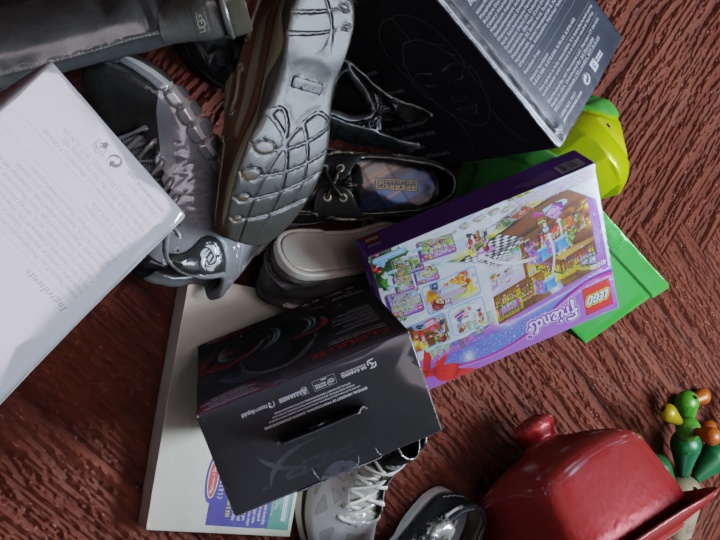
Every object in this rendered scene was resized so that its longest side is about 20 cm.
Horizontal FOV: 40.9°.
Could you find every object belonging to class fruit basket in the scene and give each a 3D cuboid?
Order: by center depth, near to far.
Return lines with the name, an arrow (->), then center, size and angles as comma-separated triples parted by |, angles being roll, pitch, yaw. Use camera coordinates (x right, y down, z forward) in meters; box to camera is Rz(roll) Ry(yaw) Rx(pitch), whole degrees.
fruit basket -> 0.197, -0.070, 0.892 | 0.212, 0.155, 0.220 | -6, 107, -19

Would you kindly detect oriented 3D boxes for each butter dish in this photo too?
butter dish -> 0.192, 0.208, 0.911 | 0.197, 0.200, 0.150 | -19, 77, -30

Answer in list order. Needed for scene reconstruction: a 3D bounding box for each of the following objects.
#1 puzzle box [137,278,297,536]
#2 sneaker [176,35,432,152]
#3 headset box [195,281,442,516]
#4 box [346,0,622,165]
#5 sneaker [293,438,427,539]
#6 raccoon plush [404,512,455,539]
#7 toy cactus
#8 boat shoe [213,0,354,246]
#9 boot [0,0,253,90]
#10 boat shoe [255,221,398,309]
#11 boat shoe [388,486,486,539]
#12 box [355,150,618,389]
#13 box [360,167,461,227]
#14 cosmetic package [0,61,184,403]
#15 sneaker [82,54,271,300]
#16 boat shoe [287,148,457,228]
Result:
puzzle box -> -0.103, 0.114, 0.794 | 0.131, 0.025, 0.204 | 13, 84, -32
sneaker -> -0.046, -0.154, 0.777 | 0.198, 0.104, 0.061 | 30, 75, -29
headset box -> -0.036, 0.084, 0.680 | 0.147, 0.200, 0.076 | -21, 102, -5
box -> 0.068, -0.200, 0.792 | 0.196, 0.199, 0.125 | 42, 69, -26
sneaker -> 0.000, 0.175, 0.806 | 0.075, 0.115, 0.204 | -2, 92, -31
raccoon plush -> -0.002, 0.232, 0.775 | 0.199, 0.097, 0.134 | 36, 37, -4
toy cactus -> 0.367, 0.215, 1.061 | 0.198, 0.101, 0.168 | -9, 105, -40
boat shoe -> -0.065, -0.121, 0.715 | 0.075, 0.073, 0.203 | 13, 99, -44
boot -> -0.186, -0.193, 0.698 | 0.197, 0.183, 0.073 | -18, 122, -3
boat shoe -> 0.000, 0.000, 0.822 | 0.197, 0.057, 0.068 | 1, 55, -36
boat shoe -> 0.040, 0.284, 0.866 | 0.076, 0.060, 0.201 | 44, 70, -26
box -> 0.107, 0.003, 0.788 | 0.197, 0.039, 0.139 | -22, 118, -7
box -> 0.102, -0.011, 0.921 | 0.198, 0.021, 0.166 | -23, 103, -30
cosmetic package -> -0.247, -0.008, 0.598 | 0.123, 0.198, 0.201 | 49, 67, -23
sneaker -> -0.150, -0.059, 0.716 | 0.200, 0.074, 0.116 | 49, 50, -24
boat shoe -> -0.012, -0.074, 0.814 | 0.197, 0.056, 0.070 | -4, 90, -21
